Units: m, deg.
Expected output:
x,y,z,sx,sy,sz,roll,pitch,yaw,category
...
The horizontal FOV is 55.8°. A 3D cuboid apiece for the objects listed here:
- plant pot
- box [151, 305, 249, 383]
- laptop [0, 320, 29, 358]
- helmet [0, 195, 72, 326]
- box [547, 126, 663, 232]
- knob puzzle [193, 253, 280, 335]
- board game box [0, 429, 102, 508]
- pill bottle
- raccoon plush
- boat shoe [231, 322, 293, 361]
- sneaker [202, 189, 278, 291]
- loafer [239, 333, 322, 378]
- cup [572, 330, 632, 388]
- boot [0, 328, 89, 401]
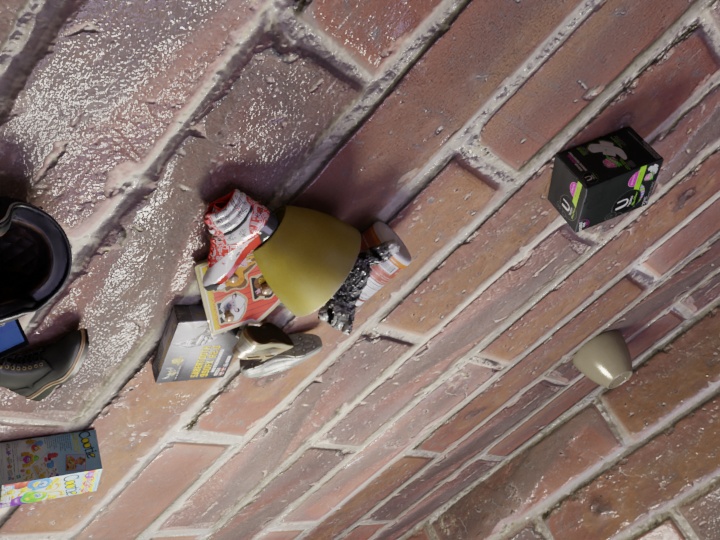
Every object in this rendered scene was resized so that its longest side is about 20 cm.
x,y,z,sx,sy,sz,roll,pitch,yaw,category
-0.117,-0.037,1.256,0.142,0.201,0.200,37,112,-24,plant pot
-0.339,0.155,1.438,0.157,0.049,0.201,0,135,-35,box
-0.661,0.068,1.063,0.176,0.104,0.201,-25,145,-5,laptop
-0.529,-0.016,0.975,0.198,0.191,0.202,2,107,6,helmet
0.545,-0.203,1.531,0.198,0.125,0.149,-20,143,-10,box
-0.215,0.033,1.347,0.218,0.030,0.221,-18,129,-23,knob puzzle
-0.686,0.435,1.500,0.198,0.105,0.103,-1,137,-32,board game box
0.000,0.000,1.423,0.200,0.113,0.112,-40,143,16,pill bottle
0.002,0.040,1.327,0.198,0.135,0.097,-21,-169,16,raccoon plush
-0.212,0.161,1.479,0.065,0.072,0.200,-48,163,10,boat shoe
-0.247,-0.057,1.211,0.108,0.067,0.201,37,116,-24,sneaker
-0.184,0.200,1.589,0.198,0.070,0.070,-15,150,-9,loafer
0.874,0.330,2.400,0.199,0.144,0.201,-18,143,-14,cup
-0.608,0.166,1.251,0.200,0.078,0.138,-43,137,18,boot
